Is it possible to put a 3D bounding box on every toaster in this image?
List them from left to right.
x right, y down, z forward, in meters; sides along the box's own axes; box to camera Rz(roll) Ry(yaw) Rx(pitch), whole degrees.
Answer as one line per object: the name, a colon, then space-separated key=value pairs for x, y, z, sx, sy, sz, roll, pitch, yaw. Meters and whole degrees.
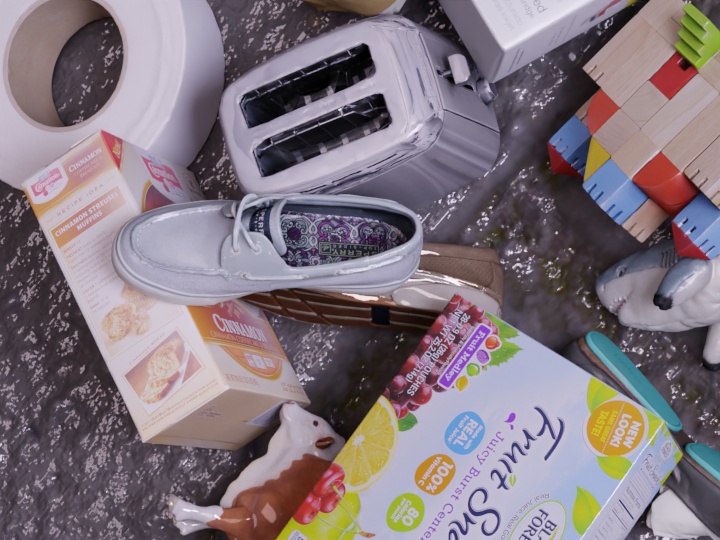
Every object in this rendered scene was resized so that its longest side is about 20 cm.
toaster: x=-0.010 y=-0.096 z=1.136 sx=0.199 sy=0.129 sz=0.114 roll=-20 pitch=76 yaw=17

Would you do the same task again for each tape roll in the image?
tape roll: x=-0.205 y=-0.149 z=1.248 sx=0.201 sy=0.071 sz=0.204 roll=-2 pitch=83 yaw=20

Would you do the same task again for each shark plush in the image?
shark plush: x=0.241 y=-0.032 z=1.070 sx=0.200 sy=0.091 sz=0.083 roll=-49 pitch=39 yaw=14

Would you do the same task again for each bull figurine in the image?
bull figurine: x=-0.067 y=0.192 z=1.134 sx=0.120 sy=0.065 sz=0.202 roll=-3 pitch=93 yaw=-4

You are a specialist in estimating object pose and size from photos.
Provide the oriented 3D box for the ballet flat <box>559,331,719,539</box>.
ballet flat: x=0.196 y=0.124 z=1.070 sx=0.200 sy=0.068 sz=0.069 roll=45 pitch=109 yaw=30

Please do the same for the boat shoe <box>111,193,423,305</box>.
boat shoe: x=-0.057 y=-0.023 z=1.057 sx=0.199 sy=0.072 sz=0.071 roll=0 pitch=66 yaw=-10

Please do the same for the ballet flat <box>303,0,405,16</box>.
ballet flat: x=0.003 y=-0.201 z=1.130 sx=0.069 sy=0.063 sz=0.200 roll=-55 pitch=25 yaw=-2

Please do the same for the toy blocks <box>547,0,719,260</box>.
toy blocks: x=0.194 y=-0.082 z=1.055 sx=0.137 sy=0.100 sz=0.200 roll=-45 pitch=44 yaw=10

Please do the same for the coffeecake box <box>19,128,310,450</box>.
coffeecake box: x=-0.132 y=0.018 z=1.154 sx=0.073 sy=0.153 sz=0.201 roll=-32 pitch=74 yaw=12

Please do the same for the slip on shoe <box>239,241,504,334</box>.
slip on shoe: x=0.000 y=0.000 z=1.132 sx=0.199 sy=0.076 sz=0.061 roll=8 pitch=69 yaw=2

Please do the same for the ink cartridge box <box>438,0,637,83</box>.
ink cartridge box: x=0.135 y=-0.239 z=1.083 sx=0.199 sy=0.083 sz=0.146 roll=-31 pitch=83 yaw=-6

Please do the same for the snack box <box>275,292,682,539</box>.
snack box: x=0.072 y=0.141 z=1.030 sx=0.168 sy=0.068 sz=0.200 roll=33 pitch=81 yaw=32
